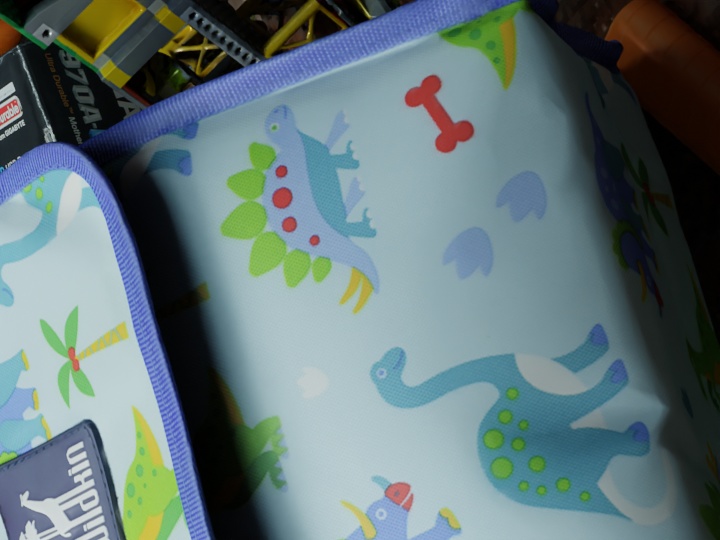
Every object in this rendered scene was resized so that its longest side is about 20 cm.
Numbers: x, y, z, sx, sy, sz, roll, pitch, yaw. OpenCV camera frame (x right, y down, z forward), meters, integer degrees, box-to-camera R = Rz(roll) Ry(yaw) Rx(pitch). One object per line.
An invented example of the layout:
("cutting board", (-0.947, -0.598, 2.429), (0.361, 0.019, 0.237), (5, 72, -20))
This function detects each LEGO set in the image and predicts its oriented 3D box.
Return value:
("LEGO set", (-0.058, -0.128, 0.789), (0.116, 0.200, 0.154), (-43, 42, 10))

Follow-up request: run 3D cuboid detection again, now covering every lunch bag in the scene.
("lunch bag", (-0.014, 0.044, 0.697), (0.199, 0.127, 0.171), (-19, 78, 17))

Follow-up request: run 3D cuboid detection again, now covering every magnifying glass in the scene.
("magnifying glass", (0.132, -0.002, 0.715), (0.200, 0.022, 0.080), (43, 132, 28))

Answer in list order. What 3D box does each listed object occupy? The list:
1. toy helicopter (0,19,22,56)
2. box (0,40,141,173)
("toy helicopter", (-0.140, -0.165, 0.920), (0.132, 0.078, 0.202), (163, 105, -67))
("box", (-0.121, 0.024, 0.991), (0.200, 0.046, 0.160), (-27, 83, 50))
